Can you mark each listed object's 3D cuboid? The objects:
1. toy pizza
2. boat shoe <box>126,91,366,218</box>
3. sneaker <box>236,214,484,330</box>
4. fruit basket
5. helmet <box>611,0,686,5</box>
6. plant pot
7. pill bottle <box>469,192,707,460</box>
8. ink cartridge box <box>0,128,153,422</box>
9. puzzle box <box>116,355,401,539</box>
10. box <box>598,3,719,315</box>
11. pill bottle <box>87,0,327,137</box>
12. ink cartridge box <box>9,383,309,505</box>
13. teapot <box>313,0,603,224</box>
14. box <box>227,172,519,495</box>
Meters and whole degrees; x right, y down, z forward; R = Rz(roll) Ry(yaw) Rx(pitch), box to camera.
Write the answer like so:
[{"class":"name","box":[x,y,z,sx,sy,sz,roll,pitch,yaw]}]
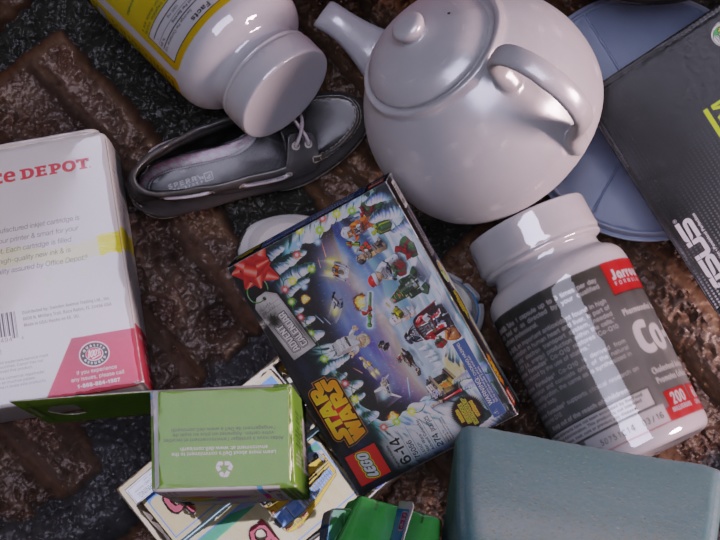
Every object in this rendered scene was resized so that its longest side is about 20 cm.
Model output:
[{"class":"toy pizza","box":[0.223,-0.120,1.628,0.199,0.032,0.201,0,80,1]},{"class":"boat shoe","box":[-0.087,-0.091,1.620,0.199,0.057,0.067,-20,79,-2]},{"class":"sneaker","box":[0.000,0.000,1.586,0.199,0.087,0.075,16,82,6]},{"class":"fruit basket","box":[-0.009,0.261,1.486,0.094,0.185,0.201,23,81,-2]},{"class":"helmet","box":[0.222,-0.296,1.580,0.200,0.200,0.191,-31,102,-4]},{"class":"plant pot","box":[0.143,0.252,1.437,0.196,0.200,0.196,9,115,3]},{"class":"pill bottle","box":[0.168,0.050,1.556,0.114,0.114,0.200,-25,80,-3]},{"class":"ink cartridge box","box":[-0.245,0.007,1.593,0.145,0.083,0.201,-9,79,1]},{"class":"puzzle box","box":[-0.070,0.157,1.588,0.200,0.025,0.133,-40,81,-6]},{"class":"box","box":[0.298,-0.100,1.560,0.193,0.048,0.200,-32,85,10]},{"class":"pill bottle","box":[-0.121,-0.197,1.595,0.112,0.112,0.200,-42,69,-6]},{"class":"ink cartridge box","box":[-0.141,0.131,1.508,0.199,0.148,0.076,-4,80,2]},{"class":"teapot","box":[0.076,-0.140,1.541,0.200,0.146,0.198,-25,45,23]},{"class":"box","box":[0.010,0.048,1.528,0.137,0.040,0.200,-29,98,12]}]
